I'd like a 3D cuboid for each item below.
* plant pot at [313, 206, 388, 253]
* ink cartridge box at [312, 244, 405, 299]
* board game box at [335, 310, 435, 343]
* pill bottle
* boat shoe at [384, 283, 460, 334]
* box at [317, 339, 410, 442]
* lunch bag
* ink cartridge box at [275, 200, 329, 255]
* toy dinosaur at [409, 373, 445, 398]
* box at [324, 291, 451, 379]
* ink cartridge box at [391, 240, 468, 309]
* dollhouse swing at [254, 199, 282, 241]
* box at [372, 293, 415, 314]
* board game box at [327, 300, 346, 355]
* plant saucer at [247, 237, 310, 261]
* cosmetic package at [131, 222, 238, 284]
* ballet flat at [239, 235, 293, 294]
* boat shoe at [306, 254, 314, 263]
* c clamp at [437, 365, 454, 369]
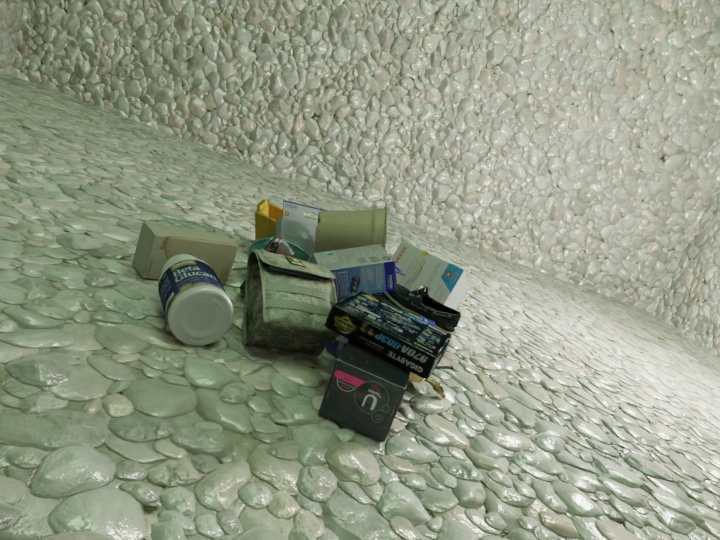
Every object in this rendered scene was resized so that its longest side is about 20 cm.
[{"bbox_3d":[-0.030,-0.082,1.503,0.182,0.202,0.201,7,15,-4],"label":"plant pot"},{"bbox_3d":[0.000,0.000,1.282,0.198,0.077,0.137,-10,21,-9],"label":"ink cartridge box"},{"bbox_3d":[0.059,0.124,1.172,0.198,0.041,0.200,19,15,0],"label":"board game box"},{"bbox_3d":[-0.309,0.043,1.034,0.110,0.112,0.200,12,17,-32],"label":"pill bottle"},{"bbox_3d":[0.145,0.072,1.311,0.199,0.066,0.074,35,26,11],"label":"boat shoe"},{"bbox_3d":[0.017,0.186,0.982,0.121,0.107,0.200,22,15,4],"label":"box"},{"bbox_3d":[-0.137,0.048,1.102,0.163,0.118,0.201,13,49,-29],"label":"lunch bag"},{"bbox_3d":[-0.145,-0.078,1.569,0.199,0.202,0.040,10,-15,-39],"label":"ink cartridge box"},{"bbox_3d":[0.086,0.197,1.142,0.199,0.059,0.101,18,16,-11],"label":"toy dinosaur"},{"bbox_3d":[0.054,0.108,1.009,0.199,0.046,0.159,25,14,14],"label":"box"},{"bbox_3d":[0.175,0.041,1.572,0.199,0.147,0.146,28,-12,25],"label":"ink cartridge box"},{"bbox_3d":[-0.207,-0.106,1.647,0.174,0.183,0.200,2,15,-1],"label":"dollhouse swing"},{"bbox_3d":[0.080,0.087,1.353,0.199,0.050,0.158,31,24,2],"label":"box"},{"bbox_3d":[-0.050,0.119,1.234,0.134,0.045,0.200,3,20,-45],"label":"board game box"},{"bbox_3d":[-0.195,-0.002,1.418,0.199,0.036,0.201,22,34,-16],"label":"plant saucer"},{"bbox_3d":[-0.381,-0.034,1.234,0.199,0.104,0.073,5,22,-45],"label":"cosmetic package"},{"bbox_3d":[-0.202,0.008,1.225,0.071,0.200,0.069,43,39,3],"label":"ballet flat"},{"bbox_3d":[-0.151,0.012,1.339,0.061,0.073,0.200,27,38,2],"label":"boat shoe"},{"bbox_3d":[0.094,0.177,1.303,0.170,0.027,0.200,7,21,-30],"label":"c clamp"}]
